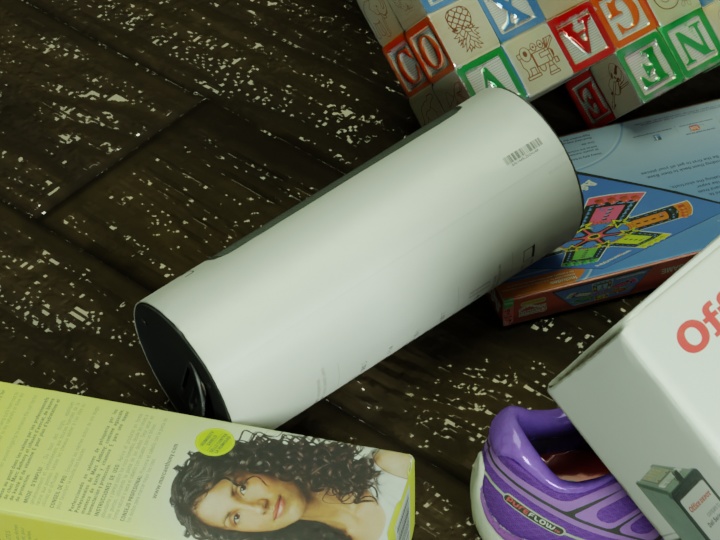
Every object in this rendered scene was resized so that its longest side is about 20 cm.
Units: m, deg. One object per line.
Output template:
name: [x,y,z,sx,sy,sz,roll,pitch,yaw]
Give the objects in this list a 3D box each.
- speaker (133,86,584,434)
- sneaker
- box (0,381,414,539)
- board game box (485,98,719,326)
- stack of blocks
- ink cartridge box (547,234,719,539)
speaker: [0.000,0.000,1.076,0.200,0.081,0.081,-32,51,-20]
sneaker: [0.145,0.085,0.994,0.199,0.084,0.081,-3,43,-3]
box: [-0.081,0.100,1.008,0.199,0.050,0.075,8,44,11]
board game box: [0.143,-0.035,1.170,0.199,0.020,0.103,-13,43,-13]
stack of blocks: [0.111,-0.131,1.202,0.199,0.059,0.116,-28,90,-27]
ink cartridge box: [0.193,0.070,0.934,0.146,0.084,0.200,-36,85,-25]
